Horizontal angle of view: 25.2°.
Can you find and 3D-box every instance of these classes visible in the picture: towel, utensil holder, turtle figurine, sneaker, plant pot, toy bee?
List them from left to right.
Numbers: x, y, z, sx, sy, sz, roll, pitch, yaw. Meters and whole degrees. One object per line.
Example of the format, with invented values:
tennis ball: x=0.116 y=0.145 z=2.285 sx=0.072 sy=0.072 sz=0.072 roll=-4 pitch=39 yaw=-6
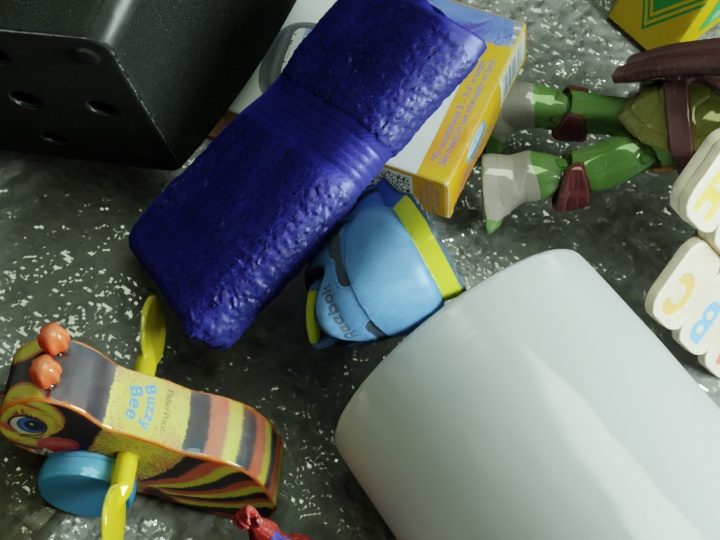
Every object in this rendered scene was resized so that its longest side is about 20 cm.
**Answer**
plant pot: x=-0.148 y=-0.164 z=0.842 sx=0.200 sy=0.200 sz=0.178 roll=7 pitch=68 yaw=14
toy bee: x=-0.128 y=0.074 z=0.759 sx=0.200 sy=0.109 sz=0.131 roll=-6 pitch=62 yaw=-20
towel: x=-0.035 y=-0.060 z=0.810 sx=0.050 sy=0.148 sz=0.200 roll=40 pitch=89 yaw=-22
sneaker: x=0.000 y=0.000 z=0.818 sx=0.078 sy=0.200 sz=0.066 roll=-31 pitch=96 yaw=0
utensil holder: x=0.106 y=0.115 z=0.769 sx=0.170 sy=0.170 sz=0.200 roll=-26 pitch=65 yaw=-29
turtle figurine: x=0.172 y=-0.055 z=0.954 sx=0.194 sy=0.200 sz=0.144 roll=-1 pitch=84 yaw=8

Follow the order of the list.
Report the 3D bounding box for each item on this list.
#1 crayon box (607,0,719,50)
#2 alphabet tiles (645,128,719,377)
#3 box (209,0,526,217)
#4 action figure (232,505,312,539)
crayon box: x=0.269 y=-0.245 z=1.045 sx=0.058 sy=0.173 sz=0.200 roll=46 pitch=57 yaw=11
alphabet tiles: x=0.237 y=-0.036 z=0.888 sx=0.015 sy=0.200 sz=0.196 roll=36 pitch=90 yaw=39
box: x=-0.018 y=-0.117 z=0.924 sx=0.200 sy=0.041 sz=0.119 roll=20 pitch=64 yaw=13
action figure: x=-0.065 y=0.150 z=0.737 sx=0.200 sy=0.099 sz=0.065 roll=-11 pitch=63 yaw=-26
